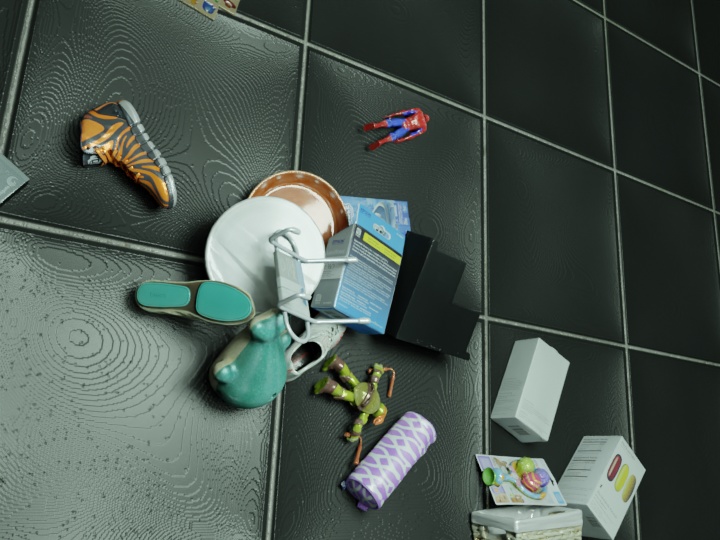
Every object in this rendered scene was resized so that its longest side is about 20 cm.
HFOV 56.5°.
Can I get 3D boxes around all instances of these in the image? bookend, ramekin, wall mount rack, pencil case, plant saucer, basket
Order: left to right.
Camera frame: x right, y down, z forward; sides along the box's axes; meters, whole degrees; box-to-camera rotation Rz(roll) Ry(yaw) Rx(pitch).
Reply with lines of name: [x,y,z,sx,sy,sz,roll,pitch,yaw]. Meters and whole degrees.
ramekin: [-0.168,-0.022,1.146,0.201,0.094,0.203,1,87,-18]
plant saucer: [-0.120,-0.082,1.229,0.199,0.032,0.201,1,88,-18]
wall mount rack: [-0.069,0.019,1.063,0.174,0.074,0.201,29,43,-51]
pencil case: [0.059,0.353,1.241,0.200,0.084,0.086,-40,137,-32]
bookend: [0.152,0.051,1.318,0.198,0.092,0.201,19,92,-34]
basket: [0.337,0.546,1.345,0.199,0.135,0.124,6,77,-33]

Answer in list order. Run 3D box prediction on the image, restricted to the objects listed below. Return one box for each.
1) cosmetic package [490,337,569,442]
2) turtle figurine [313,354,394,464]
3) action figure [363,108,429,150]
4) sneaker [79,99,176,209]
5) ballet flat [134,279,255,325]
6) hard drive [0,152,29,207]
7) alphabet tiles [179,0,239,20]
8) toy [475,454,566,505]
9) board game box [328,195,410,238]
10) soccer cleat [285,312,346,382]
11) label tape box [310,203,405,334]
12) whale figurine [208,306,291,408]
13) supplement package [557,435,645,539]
cosmetic package: [0.376,0.262,1.477,0.113,0.081,0.200,39,59,-20]
turtle figurine: [-0.007,0.239,1.233,0.161,0.064,0.201,38,60,-21]
action figure: [0.085,-0.311,1.445,0.200,0.052,0.066,-26,99,-40]
sneaker: [-0.386,-0.173,1.085,0.112,0.078,0.200,-30,85,-31]
ballet flat: [-0.255,0.047,1.061,0.199,0.062,0.068,10,78,8]
hard drive: [-0.602,-0.154,0.951,0.200,0.033,0.140,46,57,-16]
alphabet tiles: [-0.315,-0.573,1.267,0.199,0.008,0.168,24,66,-28]
toy: [0.345,0.430,1.401,0.199,0.047,0.115,9,39,-27]
board game box: [0.015,-0.044,1.332,0.198,0.043,0.201,0,78,-33]
soccer cleat: [-0.076,0.127,1.202,0.200,0.085,0.069,-41,101,-34]
label tape box: [0.000,0.000,1.227,0.143,0.066,0.201,32,63,-42]
whale figurine: [-0.160,0.145,1.068,0.104,0.200,0.159,47,42,16]
supplement package: [0.534,0.483,1.508,0.114,0.109,0.200,52,56,-12]
